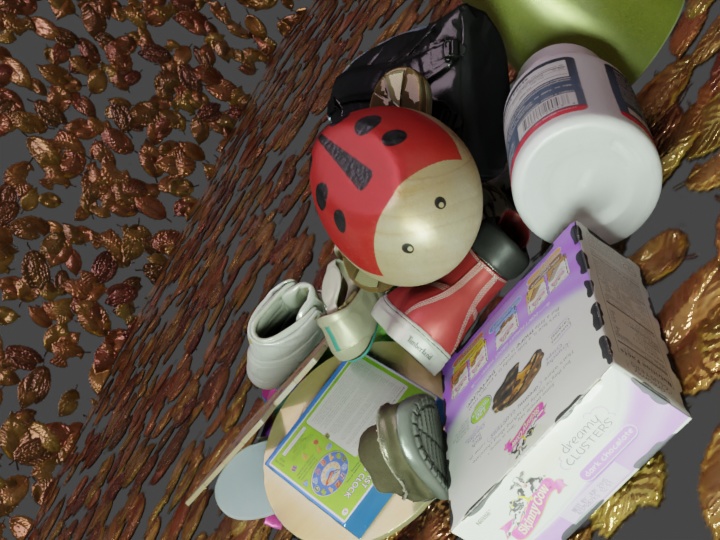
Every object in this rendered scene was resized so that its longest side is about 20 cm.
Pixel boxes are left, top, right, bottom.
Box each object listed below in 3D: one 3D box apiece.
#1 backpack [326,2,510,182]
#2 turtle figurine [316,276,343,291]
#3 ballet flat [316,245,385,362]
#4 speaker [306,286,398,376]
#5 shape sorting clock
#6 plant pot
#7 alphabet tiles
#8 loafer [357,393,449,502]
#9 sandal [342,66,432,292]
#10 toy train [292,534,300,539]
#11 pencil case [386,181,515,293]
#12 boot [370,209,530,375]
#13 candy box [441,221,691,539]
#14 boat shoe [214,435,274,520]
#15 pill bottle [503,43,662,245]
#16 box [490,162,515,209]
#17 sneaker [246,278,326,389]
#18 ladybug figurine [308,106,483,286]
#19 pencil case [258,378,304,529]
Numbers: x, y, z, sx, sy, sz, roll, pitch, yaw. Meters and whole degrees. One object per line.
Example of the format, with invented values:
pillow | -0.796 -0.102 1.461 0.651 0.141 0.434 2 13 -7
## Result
backpack | 0.052 -0.149 1.128 0.199 0.153 0.165 -7 81 37
turtle figurine | -0.020 0.037 1.388 0.200 0.064 0.162 -40 13 43
ballet flat | 0.000 0.000 1.127 0.069 0.069 0.201 -45 17 38
speaker | 0.027 0.076 1.179 0.200 0.088 0.089 -44 20 41
shape sorting clock | 0.000 0.154 1.055 0.199 0.039 0.201 -21 45 23
plant pot | 0.183 -0.278 1.158 0.187 0.199 0.188 -51 17 22
alphabet tiles | -0.087 0.132 1.173 0.200 0.008 0.167 -49 1 26
loafer | 0.033 0.146 0.895 0.200 0.069 0.076 65 -164 -67
sandal | 0.036 -0.077 1.039 0.080 0.054 0.202 18 104 39
toy train | -0.004 0.198 1.131 0.200 0.034 0.046 -48 6 29
pencil case | 0.078 -0.016 1.203 0.200 0.077 0.090 -45 40 40
boot | 0.082 0.011 0.995 0.144 0.072 0.200 -49 5 -2
candy box | 0.137 0.086 0.844 0.168 0.071 0.200 -50 17 25
boat shoe | -0.050 0.176 1.163 0.202 0.075 0.086 -39 -14 11
pill bottle | 0.182 -0.116 1.003 0.120 0.119 0.200 -50 17 26
box | 0.116 -0.055 1.235 0.200 0.039 0.042 -45 18 40
sneaker | -0.035 0.043 1.257 0.199 0.074 0.116 -34 -24 -21
ladybug figurine | 0.017 -0.068 0.947 0.136 0.072 0.200 -58 41 8
pencil case | -0.075 0.185 1.288 0.089 0.088 0.200 -51 16 23
